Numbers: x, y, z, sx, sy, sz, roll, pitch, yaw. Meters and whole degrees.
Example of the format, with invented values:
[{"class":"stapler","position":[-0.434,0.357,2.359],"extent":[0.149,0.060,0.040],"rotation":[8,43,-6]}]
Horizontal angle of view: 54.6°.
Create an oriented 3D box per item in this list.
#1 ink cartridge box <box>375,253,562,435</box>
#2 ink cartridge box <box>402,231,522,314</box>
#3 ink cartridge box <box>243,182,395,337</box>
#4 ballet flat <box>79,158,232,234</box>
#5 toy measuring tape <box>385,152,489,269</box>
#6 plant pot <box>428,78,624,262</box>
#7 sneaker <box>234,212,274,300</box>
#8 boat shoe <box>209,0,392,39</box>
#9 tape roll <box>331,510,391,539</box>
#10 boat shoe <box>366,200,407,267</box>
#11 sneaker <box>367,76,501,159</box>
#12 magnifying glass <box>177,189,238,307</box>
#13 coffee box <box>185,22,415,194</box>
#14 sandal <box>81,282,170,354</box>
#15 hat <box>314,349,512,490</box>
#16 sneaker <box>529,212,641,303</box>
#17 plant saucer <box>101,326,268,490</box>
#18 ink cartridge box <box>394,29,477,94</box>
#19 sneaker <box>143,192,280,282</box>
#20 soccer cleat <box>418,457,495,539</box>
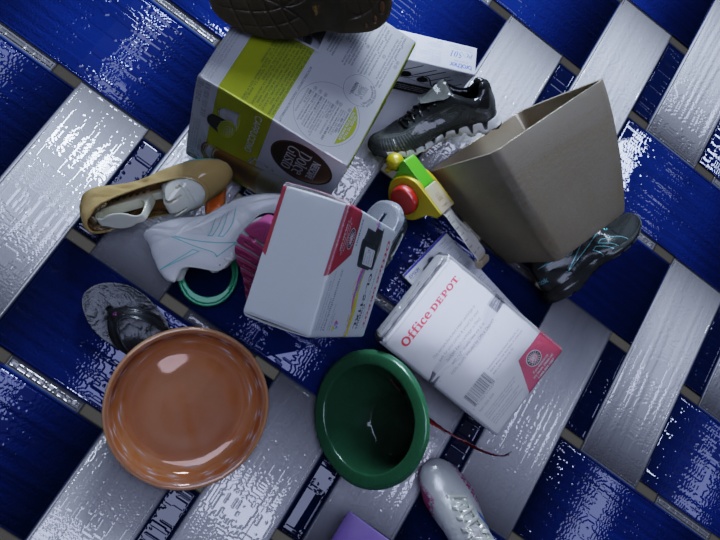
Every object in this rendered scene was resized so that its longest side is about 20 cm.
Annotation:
[{"class":"ink cartridge box","position":[0.138,0.094,0.926],"extent":[0.199,0.085,0.146],"rotation":[39,89,-6]},{"class":"ink cartridge box","position":[0.153,0.050,0.994],"extent":[0.095,0.037,0.200],"rotation":[-44,96,-16]},{"class":"ink cartridge box","position":[-0.038,-0.004,0.804],"extent":[0.082,0.200,0.147],"rotation":[17,90,18]},{"class":"ballet flat","position":[-0.255,-0.086,0.877],"extent":[0.198,0.069,0.063],"rotation":[-15,44,2]},{"class":"toy measuring tape","position":[0.097,-0.077,0.972],"extent":[0.073,0.074,0.201],"rotation":[-38,90,-17]},{"class":"plant pot","position":[0.247,-0.121,0.973],"extent":[0.199,0.199,0.178],"rotation":[-35,101,-17]},{"class":"sneaker","position":[-0.100,-0.014,0.869],"extent":[0.073,0.201,0.088],"rotation":[31,58,17]},{"class":"boat shoe","position":[-0.067,-0.304,0.772],"extent":[0.198,0.073,0.068],"rotation":[-3,43,-10]},{"class":"tape roll","position":[0.046,0.379,0.826],"extent":[0.199,0.200,0.085],"rotation":[37,75,-6]},{"class":"boat shoe","position":[0.000,0.000,0.941],"extent":[0.200,0.071,0.072],"rotation":[-50,60,5]},{"class":"sneaker","position":[0.100,-0.222,0.982],"extent":[0.198,0.067,0.091],"rotation":[-16,129,-3]},{"class":"magnifying glass","position":[-0.198,-0.052,0.930],"extent":[0.079,0.022,0.202],"rotation":[6,81,-13]},{"class":"coffee box","position":[-0.080,-0.216,0.882],"extent":[0.197,0.200,0.201],"rotation":[30,68,-8]},{"class":"sandal","position":[-0.265,0.089,0.873],"extent":[0.200,0.048,0.075],"rotation":[46,74,-5]},{"class":"hat","position":[0.059,0.209,0.947],"extent":[0.165,0.176,0.201],"rotation":[-40,64,20]},{"class":"sneaker","position":[0.335,-0.037,1.034],"extent":[0.199,0.075,0.080],"rotation":[-36,89,-17]},{"class":"plant saucer","position":[-0.213,0.167,0.859],"extent":[0.198,0.037,0.203],"rotation":[-2,97,-20]},{"class":"ink cartridge box","position":[0.056,-0.299,0.995],"extent":[0.198,0.094,0.045],"rotation":[9,79,-12]},{"class":"sneaker","position":[-0.169,-0.043,0.885],"extent":[0.198,0.070,0.081],"rotation":[-19,86,2]},{"class":"soccer cleat","position":[0.145,0.341,0.917],"extent":[0.069,0.086,0.201],"rotation":[-26,88,-17]}]
